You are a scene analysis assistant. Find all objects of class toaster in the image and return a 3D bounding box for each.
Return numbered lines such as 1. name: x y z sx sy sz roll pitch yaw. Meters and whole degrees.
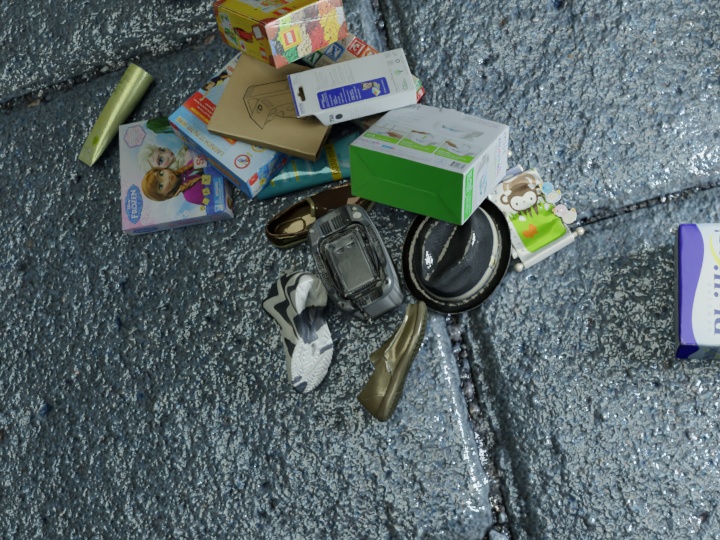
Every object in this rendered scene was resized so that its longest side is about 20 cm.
1. toaster: 0.000 0.000 1.620 0.113 0.129 0.202 -28 71 7

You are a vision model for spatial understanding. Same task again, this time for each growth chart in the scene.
1. growth chart: 0.254 -0.100 1.638 0.144 0.018 0.201 -38 72 2

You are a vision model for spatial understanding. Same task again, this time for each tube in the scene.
1. tube: -0.087 -0.173 1.731 0.198 0.050 0.078 -17 82 3
2. tube: -0.450 -0.281 1.843 0.052 0.058 0.201 32 88 5

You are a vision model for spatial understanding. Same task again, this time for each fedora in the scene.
1. fedora: 0.142 -0.034 1.599 0.198 0.091 0.203 -3 82 19

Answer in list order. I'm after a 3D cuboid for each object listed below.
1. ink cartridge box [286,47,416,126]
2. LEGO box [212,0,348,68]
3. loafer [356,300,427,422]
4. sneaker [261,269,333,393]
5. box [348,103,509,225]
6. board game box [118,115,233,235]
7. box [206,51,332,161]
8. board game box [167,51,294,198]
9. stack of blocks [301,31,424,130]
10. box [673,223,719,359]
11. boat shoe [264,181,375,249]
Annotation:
1. ink cartridge box: -0.014 -0.295 1.647 0.198 0.039 0.100 -12 57 -3
2. LEGO box: -0.137 -0.425 1.708 0.148 0.078 0.200 -29 36 -21
3. loafer: 0.050 0.137 1.604 0.067 0.076 0.202 21 83 12
4. sneaker: -0.109 0.090 1.663 0.079 0.129 0.201 -14 112 -24
5. box: 0.109 -0.177 1.594 0.198 0.098 0.177 17 38 24
6. board game box: -0.328 -0.176 1.792 0.197 0.041 0.202 -10 74 12
7. box: -0.136 -0.275 1.687 0.198 0.021 0.165 16 67 13
8. board game box: -0.190 -0.256 1.727 0.200 0.056 0.196 39 74 20
9. stack of blocks: -0.004 -0.323 1.734 0.199 0.059 0.116 38 88 19
10. box: 0.564 0.033 1.481 0.198 0.105 0.186 0 77 15
11. boat shoe: -0.067 -0.096 1.689 0.201 0.075 0.075 -28 72 6
